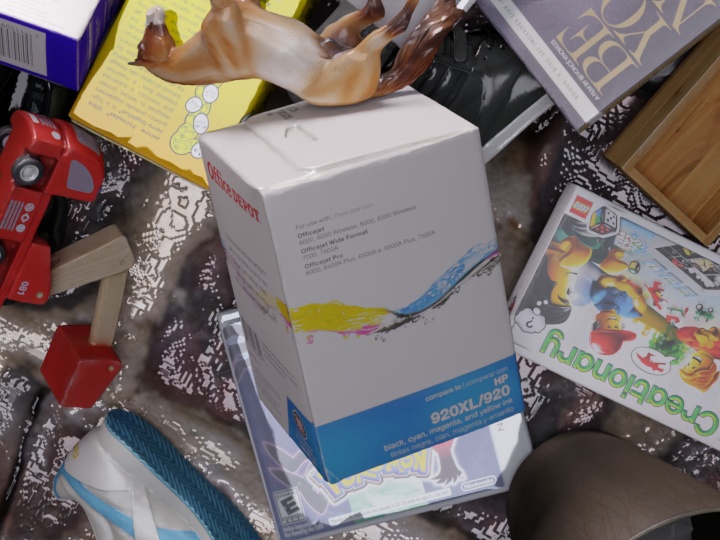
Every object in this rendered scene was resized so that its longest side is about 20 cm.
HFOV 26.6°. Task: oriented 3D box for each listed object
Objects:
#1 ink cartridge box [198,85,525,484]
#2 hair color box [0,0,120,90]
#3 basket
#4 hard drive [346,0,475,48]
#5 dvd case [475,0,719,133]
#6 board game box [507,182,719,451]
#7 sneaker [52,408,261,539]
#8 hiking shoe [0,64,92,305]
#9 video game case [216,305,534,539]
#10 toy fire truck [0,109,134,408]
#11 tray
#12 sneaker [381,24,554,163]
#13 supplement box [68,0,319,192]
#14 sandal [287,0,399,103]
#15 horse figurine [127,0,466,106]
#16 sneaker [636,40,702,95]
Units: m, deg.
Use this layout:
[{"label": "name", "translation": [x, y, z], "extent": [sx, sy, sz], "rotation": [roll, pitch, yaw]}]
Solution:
[{"label": "ink cartridge box", "translation": [0.000, 0.000, 0.978], "extent": [0.144, 0.147, 0.200], "rotation": [-18, 114, -15]}, {"label": "hair color box", "translation": [-0.202, -0.227, 1.011], "extent": [0.109, 0.065, 0.200], "rotation": [19, 62, -1]}, {"label": "basket", "translation": [0.179, 0.192, 1.022], "extent": [0.180, 0.200, 0.136], "rotation": [-33, 107, 0]}, {"label": "hard drive", "translation": [0.007, -0.245, 0.962], "extent": [0.200, 0.025, 0.132], "rotation": [39, 97, -21]}, {"label": "dvd case", "translation": [0.176, -0.209, 0.993], "extent": [0.200, 0.016, 0.149], "rotation": [-38, 79, 10]}, {"label": "board game box", "translation": [0.210, 0.037, 1.086], "extent": [0.200, 0.035, 0.126], "rotation": [25, 95, -7]}, {"label": "sneaker", "translation": [-0.136, 0.197, 1.109], "extent": [0.081, 0.077, 0.200], "rotation": [-43, 88, 14]}, {"label": "hiking shoe", "translation": [-0.248, -0.074, 1.058], "extent": [0.076, 0.101, 0.200], "rotation": [11, 94, 13]}, {"label": "video game case", "translation": [0.014, 0.092, 1.113], "extent": [0.200, 0.023, 0.183], "rotation": [-15, 96, 3]}, {"label": "toy fire truck", "translation": [-0.207, -0.005, 1.042], "extent": [0.141, 0.049, 0.200], "rotation": [13, 114, -38]}, {"label": "tray", "translation": [0.271, -0.124, 1.058], "extent": [0.099, 0.037, 0.200], "rotation": [37, 96, -28]}, {"label": "sneaker", "translation": [0.092, -0.155, 1.045], "extent": [0.200, 0.071, 0.099], "rotation": [-44, 118, 9]}, {"label": "supplement box", "translation": [-0.099, -0.168, 1.043], "extent": [0.109, 0.109, 0.200], "rotation": [28, 97, -2]}, {"label": "sandal", "translation": [0.021, -0.195, 1.064], "extent": [0.203, 0.082, 0.050], "rotation": [-39, 51, 7]}, {"label": "horse figurine", "translation": [-0.037, -0.153, 0.953], "extent": [0.200, 0.050, 0.133], "rotation": [14, 121, -9]}, {"label": "sneaker", "translation": [0.220, -0.219, 1.037], "extent": [0.070, 0.090, 0.200], "rotation": [16, 96, 0]}]
